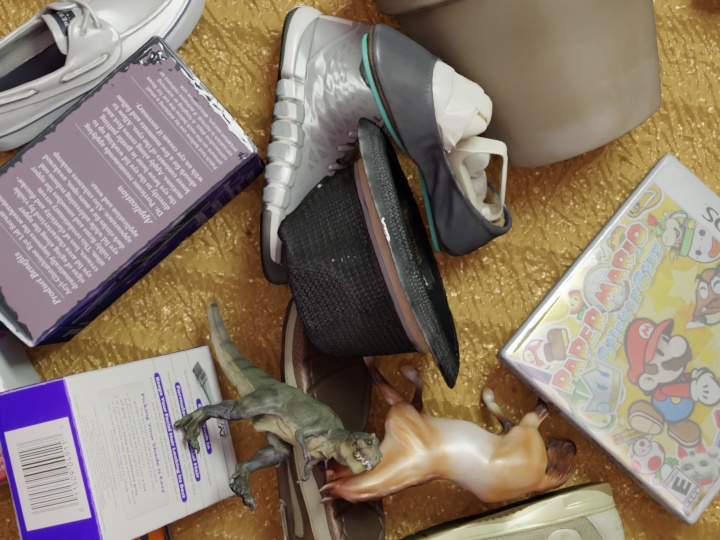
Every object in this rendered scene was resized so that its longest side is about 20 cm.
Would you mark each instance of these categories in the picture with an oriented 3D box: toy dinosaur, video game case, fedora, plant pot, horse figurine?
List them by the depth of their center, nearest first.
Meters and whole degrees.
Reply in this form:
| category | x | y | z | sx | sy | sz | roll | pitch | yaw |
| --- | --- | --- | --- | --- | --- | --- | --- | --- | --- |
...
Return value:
| category | x | y | z | sx | sy | sz | roll | pitch | yaw |
| --- | --- | --- | --- | --- | --- | --- | --- | --- | --- |
| fedora | 0.000 | 0.000 | 1.018 | 0.091 | 0.201 | 0.201 | -18 | 89 | 6 |
| toy dinosaur | -0.068 | 0.101 | 1.021 | 0.088 | 0.048 | 0.200 | -42 | 52 | -16 |
| plant pot | 0.123 | -0.173 | 1.049 | 0.199 | 0.200 | 0.174 | -26 | 106 | -2 |
| horse figurine | 0.070 | 0.116 | 1.057 | 0.199 | 0.133 | 0.050 | 14 | 129 | -13 |
| video game case | 0.227 | 0.047 | 1.095 | 0.182 | 0.023 | 0.200 | 41 | 77 | 0 |

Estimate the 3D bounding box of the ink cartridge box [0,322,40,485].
| category | x | y | z | sx | sy | sz | roll | pitch | yaw |
| --- | --- | --- | --- | --- | --- | --- | --- | --- | --- |
| ink cartridge box | -0.312 | 0.068 | 1.039 | 0.145 | 0.145 | 0.201 | -27 | 89 | -2 |

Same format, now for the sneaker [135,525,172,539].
| category | x | y | z | sx | sy | sz | roll | pitch | yaw |
| --- | --- | --- | --- | --- | --- | --- | --- | --- | --- |
| sneaker | -0.174 | 0.249 | 1.053 | 0.077 | 0.112 | 0.201 | 6 | 87 | -2 |

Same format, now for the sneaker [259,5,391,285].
| category | x | y | z | sx | sy | sz | roll | pitch | yaw |
| --- | --- | --- | --- | --- | --- | --- | --- | --- | --- |
| sneaker | -0.009 | -0.085 | 1.087 | 0.115 | 0.075 | 0.201 | 7 | 87 | -4 |

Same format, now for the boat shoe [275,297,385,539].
| category | x | y | z | sx | sy | sz | roll | pitch | yaw |
| --- | --- | --- | --- | --- | --- | --- | --- | --- | --- |
| boat shoe | -0.037 | 0.112 | 1.080 | 0.075 | 0.075 | 0.203 | 14 | 63 | -41 |

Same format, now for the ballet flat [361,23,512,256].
| category | x | y | z | sx | sy | sz | roll | pitch | yaw |
| --- | --- | --- | --- | --- | --- | --- | --- | --- | --- |
| ballet flat | 0.060 | -0.088 | 1.017 | 0.073 | 0.073 | 0.200 | -26 | 133 | -2 |

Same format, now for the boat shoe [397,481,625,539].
| category | x | y | z | sx | sy | sz | roll | pitch | yaw |
| --- | --- | --- | --- | --- | --- | --- | --- | --- | --- |
| boat shoe | 0.090 | 0.205 | 1.083 | 0.200 | 0.073 | 0.063 | -16 | 84 | -9 |

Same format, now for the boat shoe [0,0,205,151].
| category | x | y | z | sx | sy | sz | roll | pitch | yaw |
| --- | --- | --- | --- | --- | --- | --- | --- | --- | --- |
| boat shoe | -0.200 | -0.159 | 1.077 | 0.200 | 0.065 | 0.074 | -38 | 62 | -3 |

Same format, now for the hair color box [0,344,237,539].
| category | x | y | z | sx | sy | sz | roll | pitch | yaw |
| --- | --- | --- | --- | --- | --- | --- | --- | --- | --- |
| hair color box | -0.156 | 0.117 | 1.011 | 0.065 | 0.200 | 0.110 | -14 | 88 | 22 |

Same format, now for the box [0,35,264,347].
| category | x | y | z | sx | sy | sz | roll | pitch | yaw |
| --- | --- | --- | --- | --- | --- | --- | --- | --- | --- |
| box | -0.173 | -0.049 | 1.045 | 0.200 | 0.148 | 0.104 | -41 | 90 | -1 |
